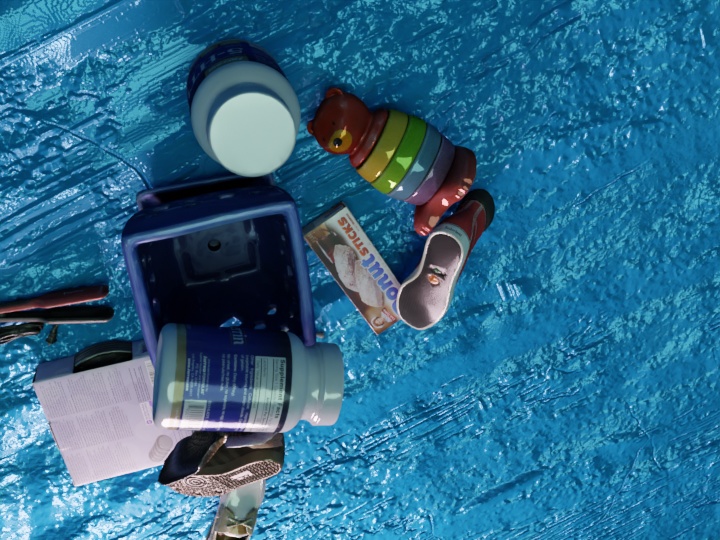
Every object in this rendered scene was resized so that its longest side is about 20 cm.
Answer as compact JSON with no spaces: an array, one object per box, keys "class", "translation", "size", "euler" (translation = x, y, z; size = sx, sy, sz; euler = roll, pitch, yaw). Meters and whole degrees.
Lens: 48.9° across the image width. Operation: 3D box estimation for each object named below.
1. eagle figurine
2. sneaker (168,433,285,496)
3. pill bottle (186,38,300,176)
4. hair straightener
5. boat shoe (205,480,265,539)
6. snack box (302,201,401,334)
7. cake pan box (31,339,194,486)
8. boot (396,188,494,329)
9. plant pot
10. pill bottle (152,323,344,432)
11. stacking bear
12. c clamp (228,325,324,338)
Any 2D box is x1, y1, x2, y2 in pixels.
[{"class":"eagle figurine","translation":[-0.176,0.201,1.020],"size":[0.152,0.151,0.200],"euler":[16,129,4]},{"class":"sneaker","translation":[-0.198,0.283,1.187],"size":[0.200,0.076,0.070],"euler":[-17,133,19]},{"class":"pill bottle","translation":[-0.130,-0.180,0.883],"size":[0.120,0.200,0.120],"euler":[-6,118,-12]},{"class":"hair straightener","translation":[-0.420,0.071,1.027],"size":[0.200,0.041,0.077],"euler":[-11,118,-10]},{"class":"boat shoe","translation":[-0.191,0.386,1.233],"size":[0.075,0.068,0.200],"euler":[10,113,-19]},{"class":"snack box","translation":[0.000,0.000,1.111],"size":[0.072,0.024,0.200],"euler":[-35,120,2]},{"class":"cake pan box","translation":[-0.337,0.195,1.108],"size":[0.184,0.052,0.200],"euler":[-15,119,-10]},{"class":"boot","translation":[0.124,-0.016,1.100],"size":[0.072,0.144,0.200],"euler":[32,135,10]},{"class":"plant pot","translation":[-0.173,-0.010,0.971],"size":[0.200,0.180,0.200],"euler":[-12,120,-9]},{"class":"pill bottle","translation":[-0.125,0.122,0.882],"size":[0.200,0.116,0.116],"euler":[6,115,-18]},{"class":"stacking bear","translation":[0.032,-0.153,0.995],"size":[0.200,0.114,0.121],"euler":[28,134,-14]},{"class":"c clamp","translation":[-0.161,0.153,1.116],"size":[0.171,0.027,0.200],"euler":[22,106,-39]}]
